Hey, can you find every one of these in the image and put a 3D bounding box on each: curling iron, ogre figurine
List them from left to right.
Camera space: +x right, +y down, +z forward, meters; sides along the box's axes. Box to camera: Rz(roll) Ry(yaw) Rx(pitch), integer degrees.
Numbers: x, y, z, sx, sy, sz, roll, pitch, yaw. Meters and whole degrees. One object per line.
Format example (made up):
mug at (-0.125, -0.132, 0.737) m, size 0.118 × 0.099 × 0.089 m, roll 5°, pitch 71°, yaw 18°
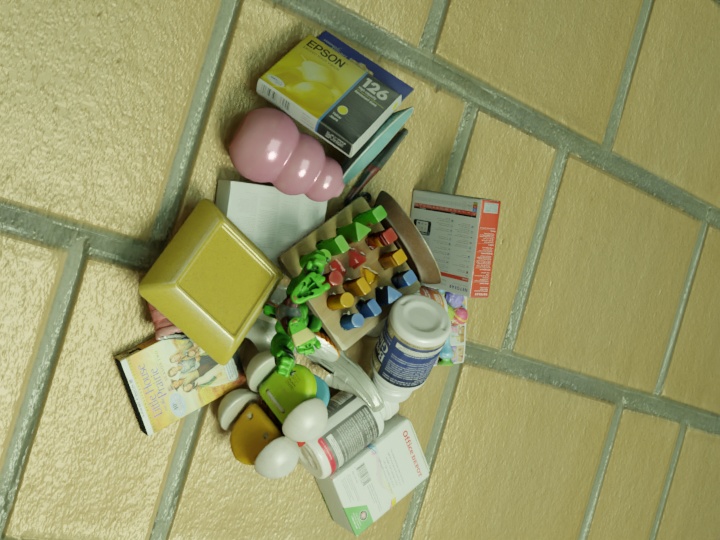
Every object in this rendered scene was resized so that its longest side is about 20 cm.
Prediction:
ogre figurine at (-0.105, 0.071, 1.584) m, size 0.098 × 0.120 × 0.201 m, roll -1°, pitch 84°, yaw -18°
curling iron at (0.034, -0.184, 1.813) m, size 0.049 × 0.026 × 0.200 m, roll 31°, pitch 73°, yaw 2°

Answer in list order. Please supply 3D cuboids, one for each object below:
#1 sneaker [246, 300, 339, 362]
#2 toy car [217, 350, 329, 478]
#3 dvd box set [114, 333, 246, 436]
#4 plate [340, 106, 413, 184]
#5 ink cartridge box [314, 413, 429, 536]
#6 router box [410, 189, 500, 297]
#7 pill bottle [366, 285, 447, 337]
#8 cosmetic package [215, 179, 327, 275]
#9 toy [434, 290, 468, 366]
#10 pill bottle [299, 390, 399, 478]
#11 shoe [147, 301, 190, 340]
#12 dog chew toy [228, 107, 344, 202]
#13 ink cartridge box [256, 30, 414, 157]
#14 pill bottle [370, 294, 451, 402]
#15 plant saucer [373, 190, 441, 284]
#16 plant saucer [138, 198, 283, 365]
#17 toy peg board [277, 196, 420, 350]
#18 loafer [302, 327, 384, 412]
sneaker at (-0.134, 0.121, 1.706) m, size 0.200 × 0.076 × 0.092 m, roll 28°, pitch 98°, yaw -10°
toy car at (-0.130, 0.247, 1.665) m, size 0.200 × 0.175 × 0.150 m, roll -53°, pitch 146°, yaw 14°
dvd box set at (-0.297, 0.166, 1.634) m, size 0.200 × 0.029 × 0.147 m, roll -27°, pitch 113°, yaw -30°
plate at (0.018, -0.220, 1.715) m, size 0.026 × 0.200 × 0.200 m, roll 44°, pitch 69°, yaw 1°
ink cartridge box at (0.021, 0.384, 1.871) m, size 0.200 × 0.087 × 0.146 m, roll -33°, pitch 117°, yaw -26°
router box at (0.167, -0.054, 1.831) m, size 0.049 × 0.200 × 0.180 m, roll 2°, pitch 99°, yaw -36°
pill bottle at (0.058, 0.073, 1.827) m, size 0.199 × 0.112 × 0.113 m, roll 12°, pitch 91°, yaw -37°
cosmetic package at (-0.157, -0.070, 1.681) m, size 0.199 × 0.052 × 0.151 m, roll 5°, pitch 93°, yaw -37°
toy at (0.182, 0.095, 1.962) m, size 0.115 × 0.047 × 0.201 m, roll -2°, pitch 100°, yaw -38°
pill bottle at (-0.027, 0.284, 1.803) m, size 0.200 × 0.111 × 0.111 m, roll -34°, pitch 116°, yaw -27°
shoe at (-0.252, 0.062, 1.607) m, size 0.199 × 0.071 × 0.091 m, roll -6°, pitch 76°, yaw -30°
dog chew toy at (-0.117, -0.182, 1.623) m, size 0.200 × 0.124 × 0.125 m, roll 30°, pitch 79°, yaw -14°
ink cartridge box at (-0.037, -0.312, 1.638) m, size 0.197 × 0.047 × 0.200 m, roll 35°, pitch 61°, yaw 9°
pill bottle at (0.081, 0.146, 1.743) m, size 0.111 × 0.111 × 0.200 m, roll -18°, pitch 145°, yaw -33°
plant saucer at (0.078, -0.052, 1.775) m, size 0.034 × 0.200 × 0.201 m, roll -33°, pitch 117°, yaw -8°
plant saucer at (-0.223, 0.016, 1.559) m, size 0.200 × 0.048 × 0.200 m, roll 46°, pitch 59°, yaw -26°
toy peg board at (0.000, 0.000, 1.684) m, size 0.200 × 0.098 × 0.200 m, roll -38°, pitch 100°, yaw -25°
loafer at (-0.039, 0.186, 1.760) m, size 0.070 × 0.070 × 0.200 m, roll -43°, pitch 79°, yaw -11°
